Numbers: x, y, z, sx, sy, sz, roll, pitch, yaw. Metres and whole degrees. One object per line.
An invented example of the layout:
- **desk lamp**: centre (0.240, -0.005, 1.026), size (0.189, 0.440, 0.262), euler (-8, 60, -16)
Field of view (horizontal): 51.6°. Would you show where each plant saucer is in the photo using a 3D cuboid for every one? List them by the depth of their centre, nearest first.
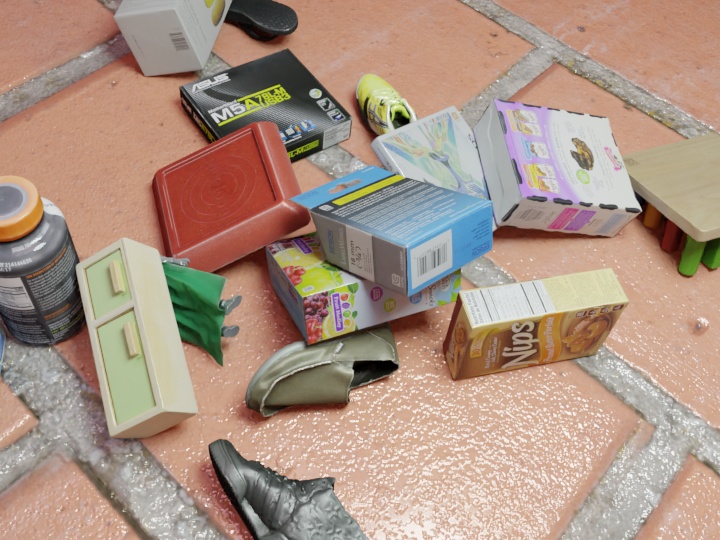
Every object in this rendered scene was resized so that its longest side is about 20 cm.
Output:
- **plant saucer**: centre (-0.182, -0.101, 0.979), size (0.197, 0.037, 0.202), euler (-25, 54, 4)

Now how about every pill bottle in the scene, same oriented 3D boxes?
- **pill bottle**: centre (-0.373, -0.012, 0.836), size (0.104, 0.202, 0.108), euler (3, 52, -4)

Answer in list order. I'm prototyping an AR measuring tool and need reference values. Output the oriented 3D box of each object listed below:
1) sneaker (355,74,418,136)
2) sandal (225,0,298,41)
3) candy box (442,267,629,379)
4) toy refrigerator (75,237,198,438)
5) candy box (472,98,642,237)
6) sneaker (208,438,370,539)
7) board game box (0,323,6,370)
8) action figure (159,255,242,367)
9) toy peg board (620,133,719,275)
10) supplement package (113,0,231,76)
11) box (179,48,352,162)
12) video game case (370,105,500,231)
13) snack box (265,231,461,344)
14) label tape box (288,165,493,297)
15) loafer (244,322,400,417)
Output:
- **sneaker**: centre (0.051, -0.236, 1.118), size (0.074, 0.077, 0.202), euler (-17, 55, -16)
- **sandal**: centre (-0.179, -0.431, 1.276), size (0.199, 0.048, 0.075), euler (28, 56, 30)
- **candy box**: centre (0.205, 0.064, 0.893), size (0.196, 0.116, 0.056), euler (-9, 53, -12)
- **toy refrigerator**: centre (-0.250, 0.074, 0.822), size (0.075, 0.070, 0.203), euler (-25, 69, 17)
- **candy box**: centre (0.273, -0.142, 1.044), size (0.196, 0.072, 0.170), euler (4, 58, -21)
- **sneaker**: centre (-0.069, 0.241, 0.771), size (0.103, 0.060, 0.201), euler (-28, 66, -23)
- **board game box**: centre (-0.428, 0.094, 0.752), size (0.055, 0.202, 0.198), euler (-4, 52, -8)
- **action figure**: centre (-0.233, 0.023, 0.901), size (0.197, 0.120, 0.055), euler (23, 27, 23)
- **toy peg board**: centre (0.488, -0.092, 1.071), size (0.196, 0.099, 0.200), euler (-14, 40, -16)
- **supplement package**: centre (-0.292, -0.425, 1.192), size (0.107, 0.115, 0.203), euler (-1, 53, 16)
- **box**: centre (-0.143, -0.240, 1.130), size (0.198, 0.048, 0.194), euler (-26, 62, -24)
- **video game case**: centre (0.124, -0.125, 1.009), size (0.199, 0.022, 0.184), euler (-31, 85, -46)
- **snack box**: centre (0.000, 0.000, 0.911), size (0.197, 0.069, 0.169), euler (-14, 27, -18)
- **label tape box**: centre (0.033, -0.053, 0.861), size (0.143, 0.064, 0.198), euler (-26, 34, -34)
- **loafer**: centre (-0.037, 0.118, 0.853), size (0.197, 0.076, 0.070), euler (-23, 54, -22)
